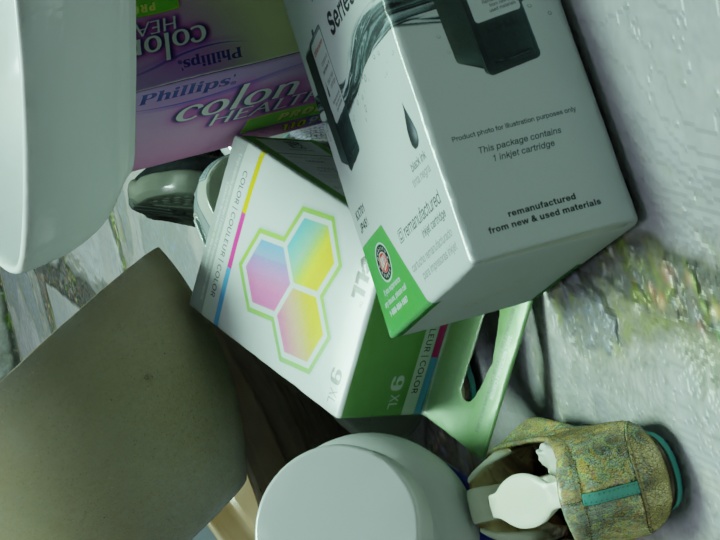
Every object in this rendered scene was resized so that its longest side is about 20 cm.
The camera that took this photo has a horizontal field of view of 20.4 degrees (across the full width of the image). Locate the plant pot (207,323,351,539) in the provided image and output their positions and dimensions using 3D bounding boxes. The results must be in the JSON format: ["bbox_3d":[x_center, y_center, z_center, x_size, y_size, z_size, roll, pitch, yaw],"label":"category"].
[{"bbox_3d":[-0.070,0.093,1.306,0.201,0.093,0.201,50,156,32],"label":"plant pot"}]

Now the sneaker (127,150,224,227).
[{"bbox_3d":[-0.109,-0.086,1.330,0.199,0.076,0.114,-169,88,-86],"label":"sneaker"}]

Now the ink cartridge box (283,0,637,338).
[{"bbox_3d":[0.036,-0.086,0.918,0.147,0.083,0.200,131,123,-70],"label":"ink cartridge box"}]

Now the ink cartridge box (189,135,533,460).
[{"bbox_3d":[-0.004,0.012,1.050,0.200,0.059,0.104,35,115,45],"label":"ink cartridge box"}]

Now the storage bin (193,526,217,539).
[{"bbox_3d":[-0.113,0.147,1.554,0.134,0.145,0.200,-7,99,63],"label":"storage bin"}]

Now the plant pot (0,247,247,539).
[{"bbox_3d":[-0.143,0.103,1.144,0.134,0.200,0.200,46,163,-2],"label":"plant pot"}]

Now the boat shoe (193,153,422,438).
[{"bbox_3d":[-0.033,0.019,1.210,0.201,0.070,0.072,55,160,0],"label":"boat shoe"}]

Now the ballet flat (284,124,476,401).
[{"bbox_3d":[0.000,0.000,1.146,0.072,0.072,0.200,109,142,-63],"label":"ballet flat"}]

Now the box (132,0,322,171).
[{"bbox_3d":[-0.092,-0.174,1.098,0.097,0.176,0.200,112,139,-64],"label":"box"}]

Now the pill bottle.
[{"bbox_3d":[0.014,0.145,1.032,0.200,0.112,0.112,42,-154,-71],"label":"pill bottle"}]

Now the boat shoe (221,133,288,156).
[{"bbox_3d":[-0.067,-0.150,1.237,0.066,0.072,0.200,121,140,-74],"label":"boat shoe"}]

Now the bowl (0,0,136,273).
[{"bbox_3d":[-0.166,-0.120,0.970,0.200,0.075,0.200,46,141,49],"label":"bowl"}]

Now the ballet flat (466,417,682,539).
[{"bbox_3d":[0.087,0.106,0.959,0.200,0.071,0.071,150,103,-73],"label":"ballet flat"}]
